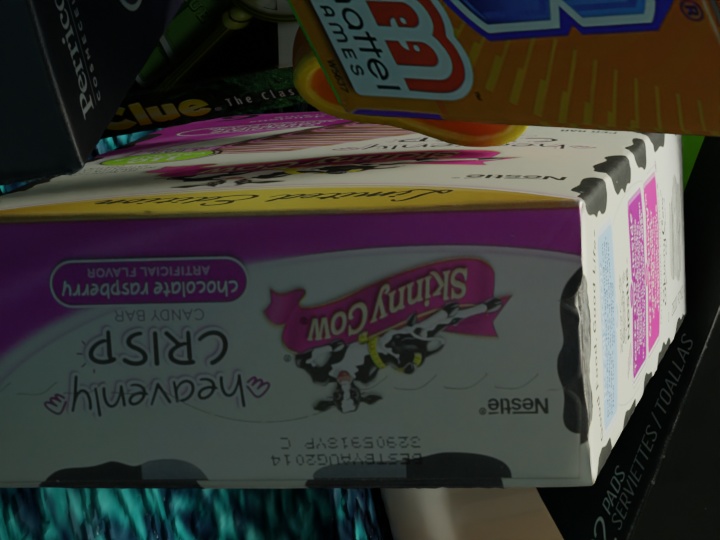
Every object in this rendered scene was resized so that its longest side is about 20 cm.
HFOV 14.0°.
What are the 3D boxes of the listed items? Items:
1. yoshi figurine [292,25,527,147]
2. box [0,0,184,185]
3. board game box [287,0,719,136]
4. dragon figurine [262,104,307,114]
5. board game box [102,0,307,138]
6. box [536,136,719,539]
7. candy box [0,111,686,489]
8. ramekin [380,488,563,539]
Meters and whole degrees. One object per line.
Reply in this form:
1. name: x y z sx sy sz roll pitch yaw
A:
1. yoshi figurine: 0.042 -0.132 0.658 0.112 0.112 0.201 30 56 -28
2. box: -0.094 -0.128 0.524 0.141 0.078 0.201 -66 144 -63
3. board game box: 0.083 -0.160 0.484 0.200 0.199 0.200 -50 127 -32
4. dragon figurine: -0.022 -0.107 0.838 0.100 0.059 0.201 -84 163 -57
5. board game box: -0.025 -0.130 0.753 0.023 0.104 0.201 65 19 -59
6. box: 0.136 -0.012 0.832 0.149 0.124 0.201 -118 -136 -67
7. candy box: 0.000 0.000 0.682 0.200 0.136 0.061 -41 129 -75
8. ramekin: 0.069 0.038 1.045 0.200 0.097 0.202 -9 90 -77
